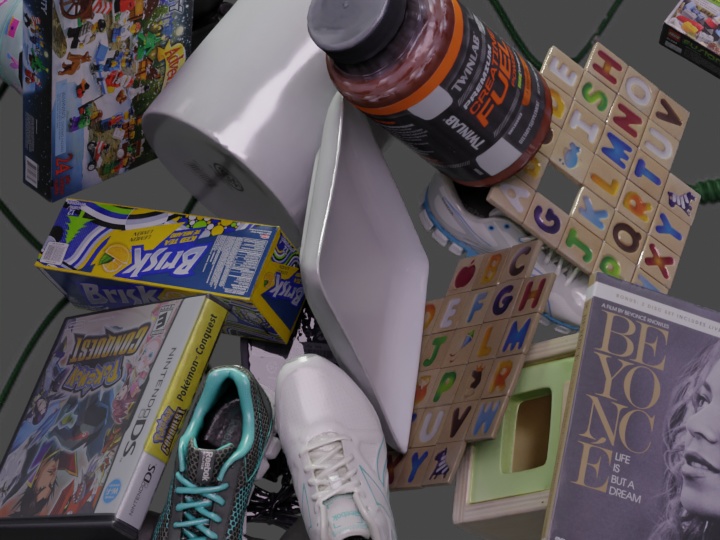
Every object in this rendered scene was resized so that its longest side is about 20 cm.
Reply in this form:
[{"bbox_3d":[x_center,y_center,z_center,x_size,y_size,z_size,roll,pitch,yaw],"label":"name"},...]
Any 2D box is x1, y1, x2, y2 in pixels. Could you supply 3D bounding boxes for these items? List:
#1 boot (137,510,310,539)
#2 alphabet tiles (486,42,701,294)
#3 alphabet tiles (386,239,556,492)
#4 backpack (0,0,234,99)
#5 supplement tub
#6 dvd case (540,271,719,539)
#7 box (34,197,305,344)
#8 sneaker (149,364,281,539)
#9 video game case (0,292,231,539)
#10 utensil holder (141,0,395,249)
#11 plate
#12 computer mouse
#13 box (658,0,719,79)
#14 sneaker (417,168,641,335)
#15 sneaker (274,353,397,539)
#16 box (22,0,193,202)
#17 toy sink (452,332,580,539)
[{"bbox_3d":[-0.099,0.192,1.514,0.200,0.073,0.182,14,83,6],"label":"boot"},{"bbox_3d":[0.193,-0.080,1.640,0.167,0.008,0.200,35,54,-14],"label":"alphabet tiles"},{"bbox_3d":[0.070,0.070,1.548,0.006,0.166,0.200,33,66,-24],"label":"alphabet tiles"},{"bbox_3d":[-0.212,-0.216,1.674,0.200,0.167,0.127,-41,54,-14],"label":"backpack"},{"bbox_3d":[0.047,-0.144,1.516,0.107,0.200,0.107,-17,59,31],"label":"supplement tub"},{"bbox_3d":[0.206,0.113,1.417,0.148,0.016,0.200,18,66,-11],"label":"dvd case"},{"bbox_3d":[-0.139,-0.001,1.574,0.200,0.070,0.064,9,64,31],"label":"box"},{"bbox_3d":[-0.108,0.152,1.443,0.077,0.091,0.200,7,64,11],"label":"sneaker"},{"bbox_3d":[-0.188,0.107,1.514,0.025,0.200,0.181,35,64,-30],"label":"video game case"},{"bbox_3d":[-0.046,-0.139,1.624,0.170,0.170,0.200,34,72,13],"label":"utensil holder"},{"bbox_3d":[0.000,0.000,1.530,0.032,0.200,0.200,-9,44,17],"label":"plate"},{"bbox_3d":[-0.057,0.099,1.586,0.138,0.053,0.200,10,79,1],"label":"computer mouse"},{"bbox_3d":[0.356,-0.181,1.719,0.200,0.035,0.110,32,70,13],"label":"box"},{"bbox_3d":[0.131,-0.021,1.619,0.200,0.087,0.075,31,68,11],"label":"sneaker"},{"bbox_3d":[-0.010,0.151,1.441,0.070,0.080,0.201,-18,83,3],"label":"sneaker"},{"bbox_3d":[-0.190,-0.163,1.594,0.136,0.200,0.038,-26,47,-37],"label":"box"},{"bbox_3d":[0.174,0.119,1.488,0.200,0.112,0.131,-14,59,41],"label":"toy sink"}]
